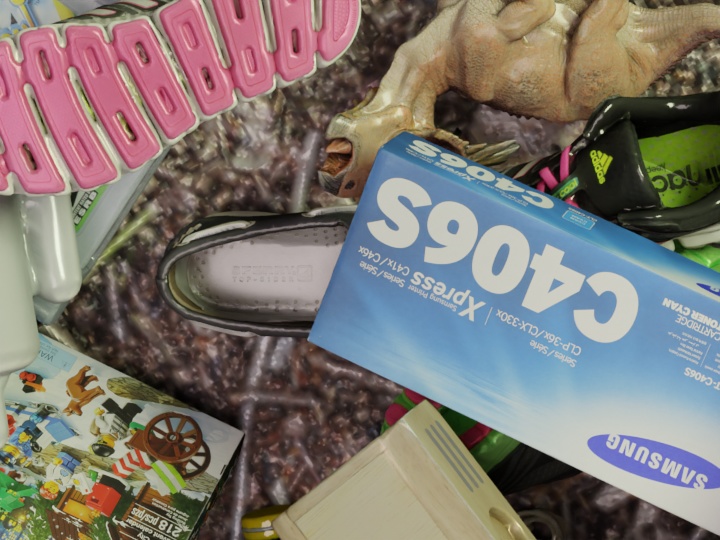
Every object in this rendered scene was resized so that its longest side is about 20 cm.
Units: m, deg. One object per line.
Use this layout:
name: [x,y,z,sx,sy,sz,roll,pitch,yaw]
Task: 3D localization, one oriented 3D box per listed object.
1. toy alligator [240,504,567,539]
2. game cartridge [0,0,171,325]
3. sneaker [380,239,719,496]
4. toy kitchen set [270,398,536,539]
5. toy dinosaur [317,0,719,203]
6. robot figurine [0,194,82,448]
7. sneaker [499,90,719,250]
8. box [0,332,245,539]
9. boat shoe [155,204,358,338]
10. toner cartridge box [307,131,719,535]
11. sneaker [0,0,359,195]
toy alligator: [0.003,0.145,1.069,0.198,0.054,0.060,-9,95,12]
game cartridge: [-0.154,-0.087,1.053,0.133,0.040,0.201,36,109,4]
sneaker: [0.102,0.050,1.022,0.199,0.084,0.077,-26,65,3]
toy kitchen set: [0.103,0.115,0.972,0.163,0.200,0.181,-40,86,19]
toy dinosaur: [0.080,-0.094,0.980,0.198,0.086,0.137,1,114,-2]
robot figurine: [-0.214,-0.010,1.000,0.168,0.113,0.202,-9,91,-24]
sneaker: [0.101,-0.033,0.959,0.199,0.088,0.074,-19,69,0]
box: [-0.175,0.097,1.057,0.199,0.137,0.038,25,145,4]
boat shoe: [0.000,0.000,1.029,0.198,0.060,0.075,3,101,10]
toner cartridge box: [0.085,0.025,0.916,0.199,0.043,0.096,24,110,10]
sneaker: [-0.098,-0.091,0.960,0.199,0.087,0.074,-24,102,-4]
